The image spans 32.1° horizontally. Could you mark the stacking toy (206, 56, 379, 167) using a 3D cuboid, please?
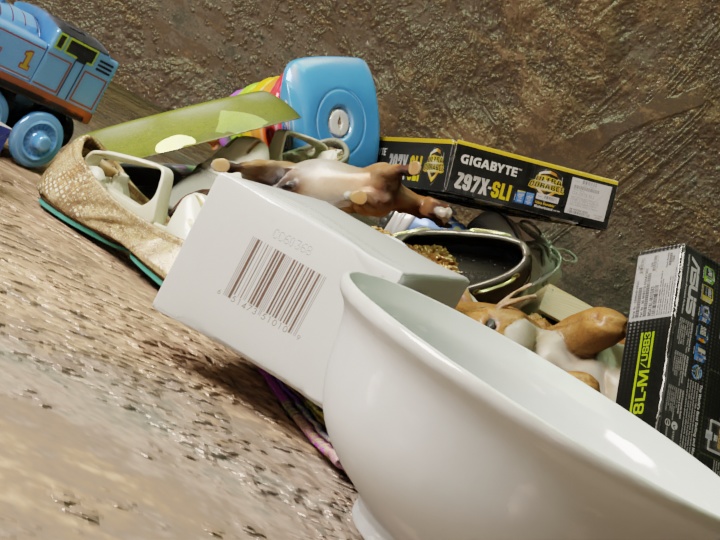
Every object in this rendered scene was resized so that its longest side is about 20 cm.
[{"bbox_3d":[-0.088,-0.135,1.153,0.200,0.116,0.110,6,13,45],"label":"stacking toy"}]

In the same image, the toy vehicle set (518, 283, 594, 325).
[{"bbox_3d":[0.177,0.079,1.131,0.124,0.027,0.200,28,-23,-7],"label":"toy vehicle set"}]

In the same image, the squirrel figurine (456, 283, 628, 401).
[{"bbox_3d":[0.138,0.085,0.953,0.187,0.142,0.200,16,-13,-3],"label":"squirrel figurine"}]

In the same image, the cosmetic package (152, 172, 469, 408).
[{"bbox_3d":[-0.018,0.011,0.697,0.113,0.081,0.200,29,4,15],"label":"cosmetic package"}]

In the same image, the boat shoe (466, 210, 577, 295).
[{"bbox_3d":[0.155,-0.002,1.145,0.075,0.086,0.202,51,-11,36],"label":"boat shoe"}]

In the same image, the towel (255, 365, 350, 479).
[{"bbox_3d":[0.018,0.089,0.687,0.144,0.023,0.200,26,6,-26],"label":"towel"}]

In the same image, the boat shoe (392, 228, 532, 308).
[{"bbox_3d":[0.039,-0.001,1.011,0.202,0.072,0.060,-1,-29,-1],"label":"boat shoe"}]

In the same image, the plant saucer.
[{"bbox_3d":[-0.147,-0.111,0.994,0.200,0.031,0.200,-13,7,2],"label":"plant saucer"}]

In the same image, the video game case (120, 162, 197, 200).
[{"bbox_3d":[-0.120,-0.060,1.053,0.182,0.023,0.200,3,14,-21],"label":"video game case"}]

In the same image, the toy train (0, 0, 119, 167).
[{"bbox_3d":[-0.283,-0.156,0.936,0.087,0.114,0.200,32,5,38],"label":"toy train"}]

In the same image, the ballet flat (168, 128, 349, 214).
[{"bbox_3d":[-0.079,-0.079,0.975,0.067,0.064,0.200,20,18,32],"label":"ballet flat"}]

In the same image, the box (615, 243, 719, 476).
[{"bbox_3d":[0.256,0.108,0.863,0.193,0.200,0.048,26,-23,-33],"label":"box"}]

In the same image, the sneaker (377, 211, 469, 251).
[{"bbox_3d":[0.062,0.011,1.129,0.077,0.076,0.200,22,-26,19],"label":"sneaker"}]

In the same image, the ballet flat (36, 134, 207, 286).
[{"bbox_3d":[-0.131,-0.031,0.812,0.200,0.065,0.071,31,7,22],"label":"ballet flat"}]

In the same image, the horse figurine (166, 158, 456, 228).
[{"bbox_3d":[-0.031,-0.055,0.877,0.200,0.050,0.133,-1,-1,3],"label":"horse figurine"}]

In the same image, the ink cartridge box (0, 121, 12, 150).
[{"bbox_3d":[-0.326,-0.127,0.793,0.200,0.044,0.094,31,3,21],"label":"ink cartridge box"}]

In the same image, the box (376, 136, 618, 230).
[{"bbox_3d":[0.107,-0.080,1.117,0.160,0.049,0.200,10,3,-21],"label":"box"}]

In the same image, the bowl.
[{"bbox_3d":[0.059,0.087,0.523,0.201,0.090,0.201,30,5,-3],"label":"bowl"}]

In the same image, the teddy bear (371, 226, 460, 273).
[{"bbox_3d":[0.000,0.000,0.892,0.145,0.067,0.200,31,25,32],"label":"teddy bear"}]
